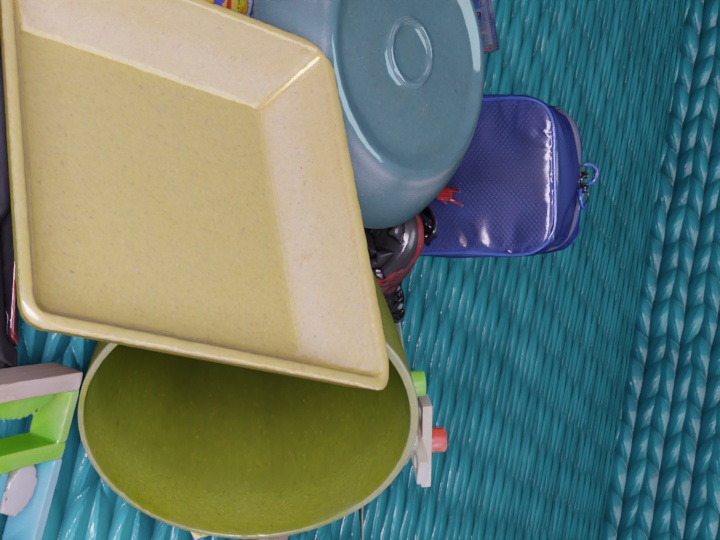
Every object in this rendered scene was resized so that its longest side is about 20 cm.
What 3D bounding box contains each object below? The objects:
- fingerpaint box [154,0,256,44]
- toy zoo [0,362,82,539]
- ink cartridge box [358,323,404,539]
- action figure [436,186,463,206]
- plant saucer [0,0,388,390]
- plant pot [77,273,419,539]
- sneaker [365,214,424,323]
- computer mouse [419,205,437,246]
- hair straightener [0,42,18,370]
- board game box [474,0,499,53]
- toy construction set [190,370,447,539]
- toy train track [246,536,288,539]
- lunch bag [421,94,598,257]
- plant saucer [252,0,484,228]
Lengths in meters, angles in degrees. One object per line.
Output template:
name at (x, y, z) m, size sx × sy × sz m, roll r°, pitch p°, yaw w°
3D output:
fingerpaint box at (-0.083, -0.217, 0.796) m, size 0.166 × 0.072 × 0.203 m, roll 1°, pitch 93°, yaw -63°
toy zoo at (-0.196, 0.147, 0.694) m, size 0.131 × 0.020 × 0.203 m, roll 3°, pitch 103°, yaw -76°
ink cartridge box at (0.014, 0.110, 1.183) m, size 0.146 × 0.047 × 0.202 m, roll -96°, pitch -178°, yaw -57°
action figure at (0.040, -0.127, 1.107) m, size 0.066 × 0.098 × 0.202 m, roll -62°, pitch 155°, yaw -45°
plant saucer at (-0.087, -0.040, 0.667) m, size 0.198 × 0.048 × 0.202 m, roll 15°, pitch 54°, yaw -41°
plant pot at (-0.064, 0.020, 0.846) m, size 0.201 × 0.184 × 0.189 m, roll -94°, pitch 175°, yaw -50°
sneaker at (0.000, 0.000, 0.980) m, size 0.097 × 0.200 × 0.072 m, roll 2°, pitch 70°, yaw -29°
computer mouse at (0.017, -0.122, 0.953) m, size 0.201 × 0.045 × 0.142 m, roll 63°, pitch 9°, yaw -48°
hair straightener at (-0.192, -0.014, 0.682) m, size 0.077 × 0.040 × 0.203 m, roll -14°, pitch 114°, yaw -69°
board game box at (0.057, -0.266, 1.080) m, size 0.200 × 0.061 × 0.203 m, roll -48°, pitch 126°, yaw -83°
toy construction set at (-0.027, 0.104, 0.958) m, size 0.092 × 0.197 × 0.133 m, roll -177°, pitch -96°, yaw -67°
toy train track at (-0.056, 0.153, 1.087) m, size 0.115 × 0.032 × 0.200 m, roll -43°, pitch -169°, yaw 26°
lunch bag at (0.107, -0.081, 1.235) m, size 0.132 × 0.197 × 0.138 m, roll -7°, pitch 99°, yaw -72°
plant saucer at (0.018, -0.127, 0.839) m, size 0.199 × 0.036 × 0.203 m, roll 2°, pitch 87°, yaw -48°
